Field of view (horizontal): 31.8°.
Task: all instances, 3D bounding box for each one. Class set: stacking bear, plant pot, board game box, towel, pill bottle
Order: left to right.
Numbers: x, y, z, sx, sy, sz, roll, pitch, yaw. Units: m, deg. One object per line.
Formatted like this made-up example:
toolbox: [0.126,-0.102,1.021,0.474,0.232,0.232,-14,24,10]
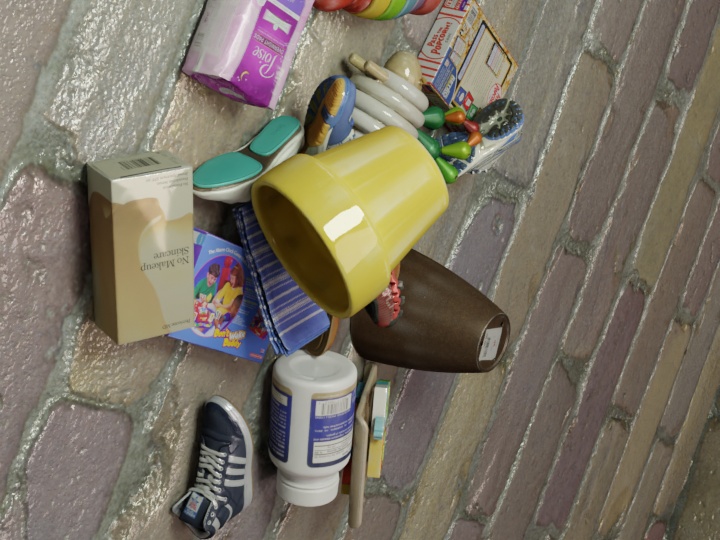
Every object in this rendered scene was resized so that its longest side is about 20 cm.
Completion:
board game box: [-0.174,0.033,1.614,0.200,0.045,0.135,25,85,-56]
towel: [-0.097,0.000,1.640,0.145,0.024,0.201,-29,105,-61]
pill bottle: [-0.070,0.225,1.792,0.119,0.119,0.201,-21,123,-49]
plant pot: [-0.002,-0.074,1.545,0.188,0.201,0.201,-35,135,-18]
stacking bear: [0.008,-0.377,1.622,0.199,0.121,0.115,-15,111,-40]
plant pot: [0.119,0.080,1.916,0.187,0.199,0.188,-29,129,-44]
board game box: [0.160,-0.301,1.921,0.152,0.046,0.200,-63,146,-11]

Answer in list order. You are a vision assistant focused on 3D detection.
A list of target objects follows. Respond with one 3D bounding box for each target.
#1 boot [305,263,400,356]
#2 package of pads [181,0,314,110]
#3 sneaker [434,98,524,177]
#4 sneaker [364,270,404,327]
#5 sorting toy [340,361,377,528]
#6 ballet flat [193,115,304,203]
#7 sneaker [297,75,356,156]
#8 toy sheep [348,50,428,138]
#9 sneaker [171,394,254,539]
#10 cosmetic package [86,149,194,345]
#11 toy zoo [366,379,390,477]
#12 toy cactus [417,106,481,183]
boot: [-0.009,0.023,1.808,0.154,0.073,0.201,0,102,-48]
package of pads: [-0.123,-0.302,1.494,0.120,0.075,0.201,23,87,-54]
sneaker: [0.167,-0.173,1.922,0.199,0.077,0.085,-31,150,1]
sneaker: [0.000,0.000,1.720,0.098,0.071,0.201,-28,123,-24]
sorting toy: [-0.003,0.259,1.907,0.200,0.036,0.186,-78,172,-68]
ballet flat: [-0.137,-0.124,1.579,0.200,0.069,0.070,-42,137,-41]
sneaker: [-0.030,-0.163,1.629,0.088,0.076,0.201,6,131,-19]
toy sheep: [0.018,-0.205,1.703,0.201,0.138,0.138,-57,146,4]
sneaker: [-0.198,0.268,1.676,0.108,0.070,0.201,-39,138,-41]
cosmetic package: [-0.248,-0.027,1.436,0.105,0.071,0.201,-15,119,-31]
toy zoo: [0.027,0.235,1.895,0.200,0.020,0.132,3,92,-87]
toy cactus: [0.081,-0.191,1.816,0.165,0.102,0.200,48,63,-16]
